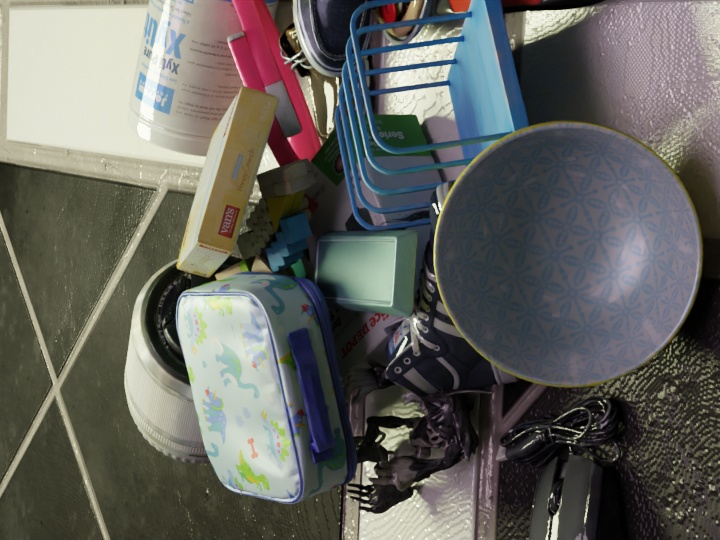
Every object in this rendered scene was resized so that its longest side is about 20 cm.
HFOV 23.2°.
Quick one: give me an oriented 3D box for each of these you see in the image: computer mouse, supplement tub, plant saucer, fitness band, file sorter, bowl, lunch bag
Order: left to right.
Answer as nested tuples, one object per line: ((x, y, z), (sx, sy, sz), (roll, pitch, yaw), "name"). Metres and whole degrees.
((-0.160, -0.232, 1.807), (0.132, 0.132, 0.201), (40, 123, 48), "supplement tub")
((-0.081, 0.104, 1.561), (0.161, 0.082, 0.201), (-2, 104, 54), "lunch bag")
((-0.083, -0.177, 1.688), (0.144, 0.037, 0.201), (-51, -59, -83), "fitness band")
((0.000, 0.000, 1.489), (0.200, 0.019, 0.070), (-177, 91, -69), "plant saucer")
((0.051, -0.128, 1.436), (0.200, 0.122, 0.139), (104, 157, -72), "file sorter")
((0.164, 0.210, 1.413), (0.138, 0.053, 0.201), (-26, 70, 52), "computer mouse")
((0.156, -0.020, 1.342), (0.108, 0.199, 0.201), (-72, -10, -78), "bowl")

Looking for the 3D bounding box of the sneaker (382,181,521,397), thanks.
((0.059, 0.024, 1.438), (0.070, 0.108, 0.200), (-91, -16, -54), "sneaker")

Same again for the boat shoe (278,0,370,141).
((-0.040, -0.217, 1.680), (0.072, 0.072, 0.201), (-10, 82, 57), "boat shoe")

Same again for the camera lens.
((-0.152, 0.088, 1.744), (0.200, 0.159, 0.160), (111, 144, -60), "camera lens")

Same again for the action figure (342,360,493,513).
((0.038, 0.141, 1.556), (0.200, 0.102, 0.119), (-53, 47, 47), "action figure")

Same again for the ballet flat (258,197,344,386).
((-0.035, 0.011, 1.687), (0.069, 0.069, 0.201), (-29, 82, 53), "ballet flat")

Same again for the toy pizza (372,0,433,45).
((0.029, -0.300, 1.559), (0.200, 0.032, 0.201), (178, 90, -75), "toy pizza")

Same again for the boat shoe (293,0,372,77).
((-0.017, -0.273, 1.528), (0.091, 0.071, 0.201), (173, 99, -78), "boat shoe")

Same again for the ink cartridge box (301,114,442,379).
((0.018, -0.019, 1.593), (0.147, 0.083, 0.200), (-48, 54, 47), "ink cartridge box")

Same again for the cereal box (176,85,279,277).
((-0.122, -0.075, 1.586), (0.200, 0.039, 0.144), (154, 133, -77), "cereal box")

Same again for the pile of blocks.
((-0.066, -0.025, 1.599), (0.082, 0.062, 0.200), (50, 141, 21), "pile of blocks")

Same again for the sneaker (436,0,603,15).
((0.127, -0.266, 1.436), (0.201, 0.067, 0.108), (8, 100, 58), "sneaker")
